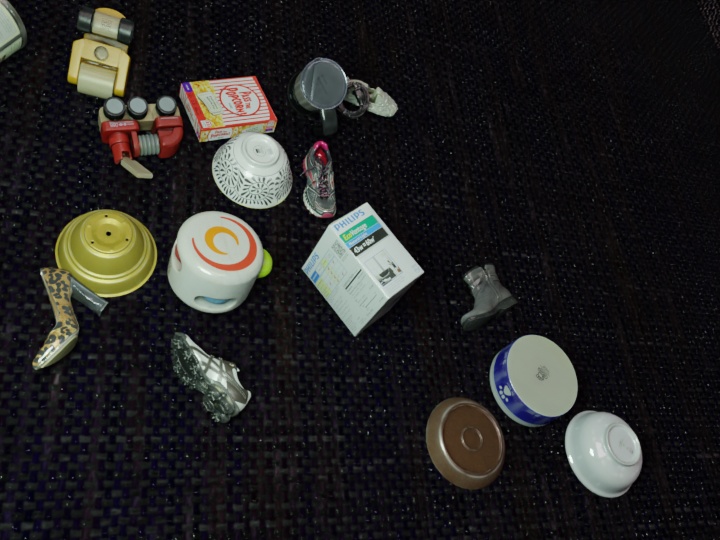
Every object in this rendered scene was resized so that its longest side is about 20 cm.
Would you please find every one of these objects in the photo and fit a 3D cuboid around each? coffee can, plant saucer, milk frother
[{"bbox_3d":[-0.832,-0.485,1.396,0.145,0.147,0.201,33,55,-3],"label":"coffee can"},{"bbox_3d":[0.238,0.372,1.454,0.196,0.035,0.204,11,58,-17],"label":"plant saucer"},{"bbox_3d":[-0.062,-0.449,1.664,0.198,0.188,0.182,-33,106,-9],"label":"milk frother"}]

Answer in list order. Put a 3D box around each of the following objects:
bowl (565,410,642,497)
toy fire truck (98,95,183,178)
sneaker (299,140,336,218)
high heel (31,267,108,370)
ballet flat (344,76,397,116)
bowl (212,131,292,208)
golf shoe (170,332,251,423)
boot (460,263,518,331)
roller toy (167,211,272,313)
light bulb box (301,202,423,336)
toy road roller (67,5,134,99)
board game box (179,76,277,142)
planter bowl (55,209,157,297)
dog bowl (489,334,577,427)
[{"bbox_3d":[0.584,0.415,1.545,0.197,0.091,0.205,10,59,-17],"label":"bowl"},{"bbox_3d":[-0.473,-0.279,1.465,0.173,0.128,0.204,-9,78,-28],"label":"toy fire truck"},{"bbox_3d":[-0.100,-0.219,1.611,0.079,0.075,0.203,-1,64,-24],"label":"sneaker"},{"bbox_3d":[-0.582,0.085,1.230,0.142,0.072,0.201,35,40,-7],"label":"high heel"},{"bbox_3d":[0.020,-0.478,1.813,0.196,0.072,0.073,15,57,-16],"label":"ballet flat"},{"bbox_3d":[-0.243,-0.256,1.557,0.197,0.094,0.204,10,60,-18],"label":"bowl"},{"bbox_3d":[-0.295,0.200,1.304,0.201,0.078,0.094,53,39,8],"label":"golf shoe"},{"bbox_3d":[0.287,0.063,1.635,0.198,0.070,0.133,-18,68,-42],"label":"boot"},{"bbox_3d":[-0.303,-0.015,1.369,0.199,0.140,0.182,40,44,5],"label":"roller toy"},{"bbox_3d":[0.000,0.000,1.456,0.124,0.199,0.201,-33,79,-36],"label":"light bulb box"},{"bbox_3d":[-0.596,-0.504,1.546,0.121,0.146,0.204,11,96,-17],"label":"toy road roller"},{"bbox_3d":[-0.324,-0.398,1.625,0.197,0.046,0.153,-16,65,-30],"label":"board game box"},{"bbox_3d":[-0.509,-0.056,1.337,0.197,0.084,0.204,11,58,-18],"label":"planter bowl"},{"bbox_3d":[0.408,0.258,1.562,0.196,0.079,0.204,11,59,-18],"label":"dog bowl"}]
